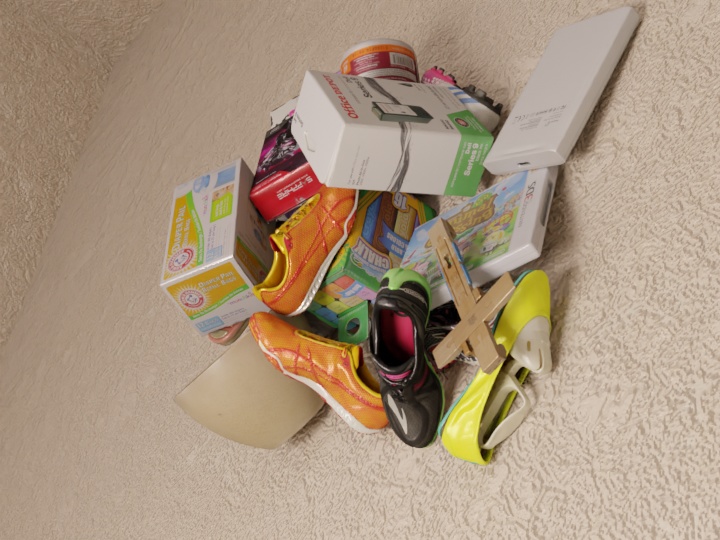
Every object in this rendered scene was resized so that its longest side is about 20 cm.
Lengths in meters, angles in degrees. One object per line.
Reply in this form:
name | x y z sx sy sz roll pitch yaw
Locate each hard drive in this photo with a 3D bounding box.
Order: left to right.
hard drive | 0.226 -0.202 1.193 0.131 0.026 0.202 -3 53 60

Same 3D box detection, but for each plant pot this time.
plant pot | -0.121 0.146 1.342 0.200 0.135 0.200 -42 2 2

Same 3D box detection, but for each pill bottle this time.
pill bottle | 0.034 -0.200 1.421 0.109 0.108 0.203 -28 61 47

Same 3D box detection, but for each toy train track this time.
toy train track | 0.109 0.024 1.037 0.115 0.032 0.201 -49 37 26

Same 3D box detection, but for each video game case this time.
video game case | 0.121 -0.033 1.152 0.199 0.022 0.183 -29 22 32

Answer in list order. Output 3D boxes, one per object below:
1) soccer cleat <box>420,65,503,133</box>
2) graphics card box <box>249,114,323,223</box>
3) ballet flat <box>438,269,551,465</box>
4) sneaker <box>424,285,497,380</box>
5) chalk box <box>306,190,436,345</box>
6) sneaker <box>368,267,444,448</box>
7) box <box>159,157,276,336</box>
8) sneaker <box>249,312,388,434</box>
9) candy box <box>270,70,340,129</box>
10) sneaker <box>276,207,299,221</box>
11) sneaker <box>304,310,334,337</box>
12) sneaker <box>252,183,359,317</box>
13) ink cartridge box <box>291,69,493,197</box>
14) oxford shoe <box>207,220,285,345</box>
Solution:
soccer cleat | 0.114 -0.210 1.384 0.087 0.069 0.200 -56 26 7
graphics card box | -0.078 -0.158 1.430 0.124 0.051 0.201 -28 26 20
ballet flat | 0.148 0.100 1.029 0.067 0.066 0.202 32 95 43
sneaker | 0.096 0.062 1.133 0.199 0.074 0.082 -29 40 46
chalk box | 0.000 0.000 1.314 0.124 0.123 0.202 -29 40 47
sneaker | 0.039 0.099 1.093 0.076 0.203 0.084 1 24 26
box | -0.180 -0.032 1.367 0.111 0.102 0.202 -22 40 15
sneaker | -0.040 0.103 1.214 0.078 0.199 0.073 -57 -5 14
candy box | -0.038 -0.222 1.598 0.198 0.072 0.169 -28 36 14
sneaker | -0.069 -0.082 1.562 0.088 0.076 0.200 -47 6 0
sneaker | -0.058 0.017 1.477 0.115 0.075 0.202 -41 42 25
sneaker | -0.061 -0.045 1.245 0.073 0.077 0.202 7 69 64
ink cartridge box | 0.035 -0.162 1.248 0.146 0.197 0.085 58 138 49
oxford shoe | -0.133 0.029 1.413 0.070 0.074 0.201 7 53 37
